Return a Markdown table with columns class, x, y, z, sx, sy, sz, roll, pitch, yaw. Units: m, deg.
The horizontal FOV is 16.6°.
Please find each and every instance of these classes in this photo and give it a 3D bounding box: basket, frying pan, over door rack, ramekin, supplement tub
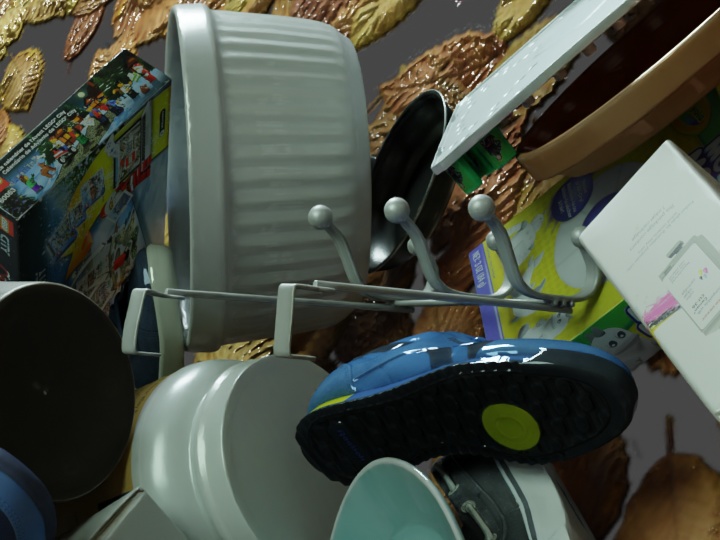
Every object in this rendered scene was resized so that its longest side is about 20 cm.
| class | x | y | z | sx | sy | sz | roll | pitch | yaw |
| --- | --- | --- | --- | --- | --- | --- | --- | --- | --- |
| basket | -0.225 | 0.072 | 1.324 | 0.199 | 0.136 | 0.181 | -10 | 45 | 43 |
| frying pan | 0.013 | -0.042 | 1.476 | 0.190 | 0.031 | 0.116 | -28 | 43 | 64 |
| over door rack | 0.000 | 0.000 | 1.231 | 0.147 | 0.199 | 0.067 | -3 | 95 | 54 |
| ramekin | -0.056 | -0.054 | 1.436 | 0.200 | 0.104 | 0.202 | 178 | 90 | -82 |
| supplement tub | -0.098 | 0.132 | 1.355 | 0.199 | 0.144 | 0.145 | -24 | 43 | 39 |

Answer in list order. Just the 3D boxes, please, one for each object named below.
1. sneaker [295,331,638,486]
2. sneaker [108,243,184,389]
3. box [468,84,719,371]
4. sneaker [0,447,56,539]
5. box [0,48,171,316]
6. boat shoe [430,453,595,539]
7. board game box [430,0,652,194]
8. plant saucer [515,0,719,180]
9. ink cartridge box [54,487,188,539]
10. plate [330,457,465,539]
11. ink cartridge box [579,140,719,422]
| class | x | y | z | sx | sy | sz | roll | pitch | yaw |
| --- | --- | --- | --- | --- | --- | --- | --- | --- | --- |
| sneaker | 0.056 | 0.053 | 1.205 | 0.199 | 0.066 | 0.079 | -13 | 29 | 42 |
| sneaker | -0.154 | 0.065 | 1.460 | 0.075 | 0.084 | 0.201 | -100 | 17 | -46 |
| box | 0.148 | -0.019 | 1.267 | 0.200 | 0.048 | 0.118 | -38 | 35 | 22 |
| sneaker | -0.219 | 0.157 | 1.229 | 0.200 | 0.074 | 0.082 | -45 | 4 | 41 |
| box | -0.171 | -0.019 | 1.470 | 0.038 | 0.201 | 0.137 | 33 | 56 | 18 |
| boat shoe | 0.077 | 0.138 | 1.181 | 0.068 | 0.072 | 0.200 | -33 | 33 | 6 |
| board game box | 0.127 | -0.128 | 1.319 | 0.200 | 0.026 | 0.200 | -41 | 6 | 14 |
| plant saucer | 0.163 | -0.112 | 1.252 | 0.200 | 0.032 | 0.200 | -41 | 7 | 6 |
| ink cartridge box | -0.143 | 0.220 | 1.289 | 0.200 | 0.144 | 0.084 | -33 | 12 | 42 |
| plate | 0.028 | 0.189 | 1.184 | 0.200 | 0.025 | 0.202 | 179 | 90 | -68 |
| ink cartridge box | 0.189 | 0.038 | 1.098 | 0.068 | 0.116 | 0.200 | -47 | 34 | 11 |
